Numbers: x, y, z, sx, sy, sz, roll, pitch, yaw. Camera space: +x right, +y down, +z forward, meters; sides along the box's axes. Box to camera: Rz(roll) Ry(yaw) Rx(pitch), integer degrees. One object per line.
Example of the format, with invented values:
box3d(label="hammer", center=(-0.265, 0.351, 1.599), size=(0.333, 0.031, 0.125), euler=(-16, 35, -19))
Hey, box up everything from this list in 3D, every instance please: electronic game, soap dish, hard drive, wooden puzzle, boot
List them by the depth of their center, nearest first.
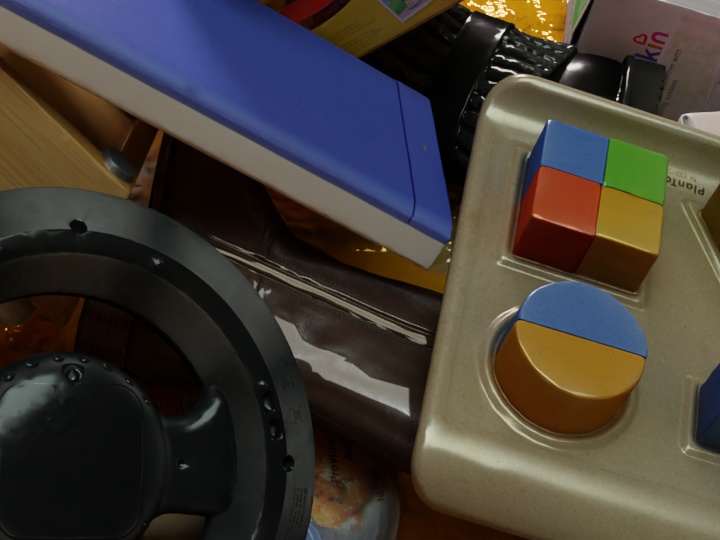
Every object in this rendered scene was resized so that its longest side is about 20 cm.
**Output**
box3d(label="electronic game", center=(-0.109, 0.069, 0.603), size=(0.199, 0.042, 0.202), euler=(4, 80, -25))
box3d(label="wooden puzzle", center=(0.125, 0.020, 0.658), size=(0.184, 0.046, 0.201), euler=(17, 57, -5))
box3d(label="soap dish", center=(-0.170, -0.084, 0.693), size=(0.200, 0.081, 0.158), euler=(45, 15, -14))
box3d(label="hard drive", center=(-0.055, -0.084, 0.696), size=(0.199, 0.025, 0.132), euler=(28, 26, -18))
box3d(label="boot", center=(0.000, 0.000, 0.717), size=(0.198, 0.064, 0.187), euler=(17, 54, 2))
box3d(label="boot", center=(0.055, -0.047, 0.806), size=(0.157, 0.080, 0.212), euler=(18, 46, 1))

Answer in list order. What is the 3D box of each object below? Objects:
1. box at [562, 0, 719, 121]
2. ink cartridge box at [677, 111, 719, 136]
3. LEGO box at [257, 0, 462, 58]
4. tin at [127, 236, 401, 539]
box3d(label="box", center=(0.210, -0.162, 0.933), size=(0.175, 0.097, 0.201), euler=(17, 49, -1))
box3d(label="ink cartridge box", center=(0.247, -0.062, 0.801), size=(0.198, 0.174, 0.044), euler=(-3, 50, -16))
box3d(label="LEGO box", center=(-0.016, -0.169, 0.816), size=(0.077, 0.199, 0.150), euler=(44, 39, -28))
box3d(label="tin", center=(-0.046, 0.067, 0.713), size=(0.111, 0.042, 0.201), euler=(6, 48, -14))
